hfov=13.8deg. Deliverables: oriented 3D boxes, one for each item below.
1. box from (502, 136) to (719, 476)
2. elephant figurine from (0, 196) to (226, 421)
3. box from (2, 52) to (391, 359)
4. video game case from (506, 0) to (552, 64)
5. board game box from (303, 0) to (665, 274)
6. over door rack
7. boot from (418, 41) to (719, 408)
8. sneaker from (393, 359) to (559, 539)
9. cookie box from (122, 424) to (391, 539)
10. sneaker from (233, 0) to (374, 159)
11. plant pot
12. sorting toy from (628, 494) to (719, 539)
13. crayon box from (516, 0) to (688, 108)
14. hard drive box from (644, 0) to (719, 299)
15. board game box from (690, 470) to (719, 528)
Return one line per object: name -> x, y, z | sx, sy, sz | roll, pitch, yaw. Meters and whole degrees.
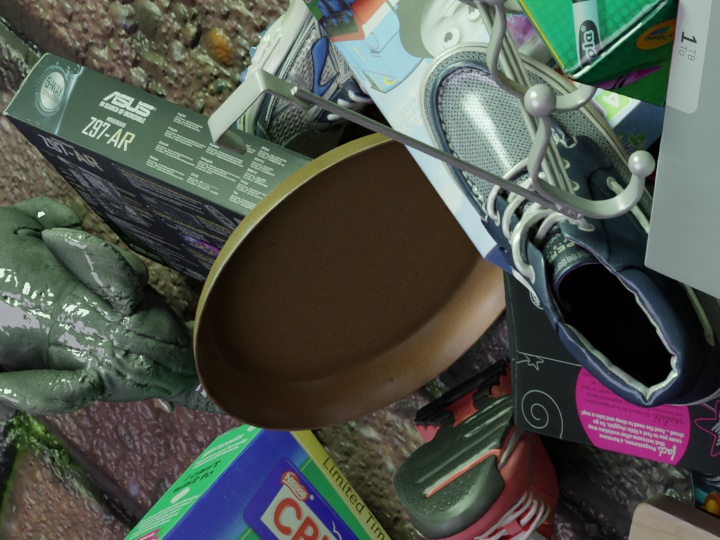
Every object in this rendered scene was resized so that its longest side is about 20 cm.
box -> 0.179, 0.015, 1.404 | 0.200, 0.115, 0.133 | 11, 114, 39
elephant figurine -> -0.158, 0.031, 1.701 | 0.200, 0.155, 0.142 | 19, 127, 45
box -> -0.077, -0.032, 1.602 | 0.200, 0.044, 0.160 | 23, 163, 34
video game case -> 0.094, -0.226, 1.361 | 0.200, 0.024, 0.182 | -45, 67, 18
board game box -> 0.071, -0.120, 1.407 | 0.151, 0.037, 0.200 | -45, 54, 15
over door rack -> 0.021, -0.103, 1.241 | 0.067, 0.199, 0.148 | -57, 36, 35
boot -> 0.089, -0.024, 1.296 | 0.073, 0.090, 0.200 | -46, 75, 15
sneaker -> 0.074, 0.109, 1.514 | 0.074, 0.200, 0.087 | -32, 97, 12
cookie box -> -0.062, 0.202, 1.627 | 0.075, 0.200, 0.171 | -24, 107, 45
sneaker -> -0.005, -0.111, 1.546 | 0.085, 0.077, 0.200 | 32, 130, 20
plant pot -> 0.000, 0.000, 1.512 | 0.028, 0.200, 0.200 | 54, 138, 36
sorting toy -> 0.189, 0.243, 1.461 | 0.200, 0.070, 0.199 | 24, 115, 33
crayon box -> 0.086, -0.169, 1.279 | 0.058, 0.119, 0.200 | -39, 69, 21
hard drive box -> 0.216, -0.088, 1.261 | 0.077, 0.200, 0.156 | 25, 124, 32
board game box -> 0.254, 0.142, 1.449 | 0.200, 0.035, 0.127 | 7, 114, 40
